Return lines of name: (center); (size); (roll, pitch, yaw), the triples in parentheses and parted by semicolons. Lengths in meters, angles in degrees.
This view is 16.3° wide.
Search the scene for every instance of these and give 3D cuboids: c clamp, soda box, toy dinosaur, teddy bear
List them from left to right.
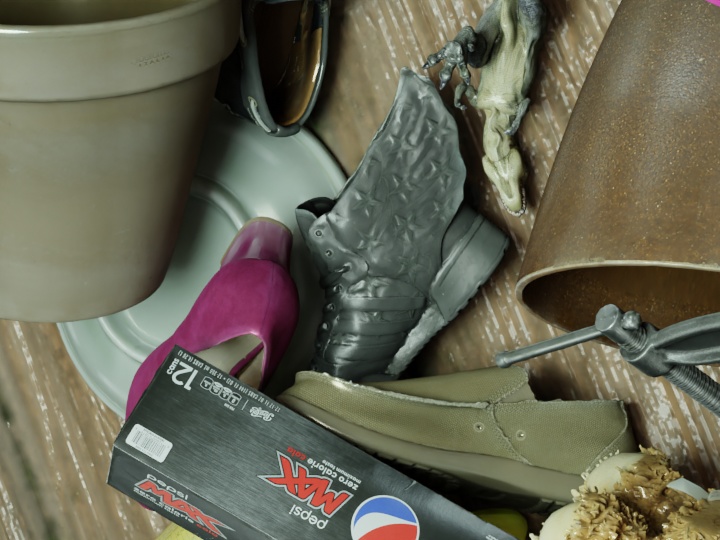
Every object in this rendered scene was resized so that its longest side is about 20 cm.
soda box: (-0.024, 0.120, 1.233); (0.200, 0.071, 0.063); (30, 67, 4)
toy dinosaur: (0.076, -0.129, 1.277); (0.047, 0.088, 0.201); (15, 99, 23)
teddy bear: (0.178, 0.141, 1.188); (0.199, 0.145, 0.067); (7, 115, 14)
c clamp: (0.194, 0.059, 1.204); (0.171, 0.200, 0.027); (-21, 47, 46)

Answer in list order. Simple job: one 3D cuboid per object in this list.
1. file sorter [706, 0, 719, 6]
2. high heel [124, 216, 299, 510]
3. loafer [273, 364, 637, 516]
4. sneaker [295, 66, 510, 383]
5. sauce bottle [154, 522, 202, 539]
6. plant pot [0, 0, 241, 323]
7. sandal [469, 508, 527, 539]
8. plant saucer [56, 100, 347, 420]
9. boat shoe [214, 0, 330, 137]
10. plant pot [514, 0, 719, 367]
file sorter: (0.236, -0.185, 1.117); (0.200, 0.139, 0.126); (24, 144, -4)
high heel: (-0.081, 0.072, 1.306); (0.067, 0.096, 0.200); (25, 122, -12)
loafer: (0.051, 0.080, 1.281); (0.199, 0.076, 0.068); (15, 73, -15)
sneaker: (0.000, 0.001, 1.317); (0.104, 0.060, 0.200); (40, 99, -6)
sauce bottle: (-0.094, 0.173, 1.380); (0.200, 0.065, 0.065); (-46, 75, 20)
plant pot: (-0.158, -0.074, 1.286); (0.199, 0.200, 0.174); (10, 115, 23)
sandal: (-0.006, 0.179, 1.299); (0.199, 0.079, 0.087); (-9, 87, -2)
plant saucer: (-0.094, 0.000, 1.378); (0.200, 0.050, 0.201); (1, 92, 23)
boat shoe: (-0.035, -0.167, 1.309); (0.068, 0.072, 0.200); (44, 130, 44)
plant pot: (0.181, -0.071, 1.198); (0.186, 0.187, 0.201); (4, 75, 23)
